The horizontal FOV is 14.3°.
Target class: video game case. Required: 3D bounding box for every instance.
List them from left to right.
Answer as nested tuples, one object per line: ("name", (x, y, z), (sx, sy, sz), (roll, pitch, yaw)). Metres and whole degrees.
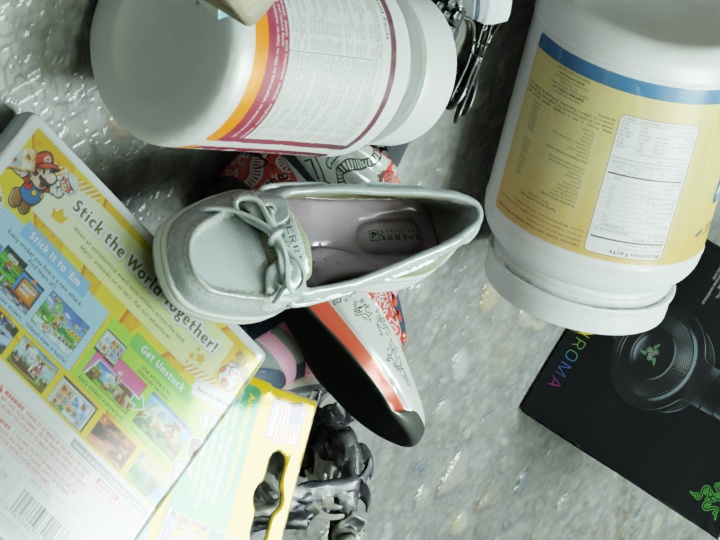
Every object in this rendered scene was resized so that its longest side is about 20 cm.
("video game case", (-0.164, 0.050, 1.512), (0.200, 0.023, 0.182), (47, 65, -26))

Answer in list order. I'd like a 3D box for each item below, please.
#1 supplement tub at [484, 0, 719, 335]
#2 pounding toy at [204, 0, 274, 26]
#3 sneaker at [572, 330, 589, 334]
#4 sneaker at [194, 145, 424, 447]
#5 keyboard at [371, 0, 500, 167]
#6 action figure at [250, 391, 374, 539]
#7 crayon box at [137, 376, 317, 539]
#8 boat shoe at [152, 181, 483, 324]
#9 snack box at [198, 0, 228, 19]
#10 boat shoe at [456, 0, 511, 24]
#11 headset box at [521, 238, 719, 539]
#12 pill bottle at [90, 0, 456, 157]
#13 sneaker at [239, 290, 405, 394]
("supplement tub", (0.160, -0.076, 1.813), (0.144, 0.145, 0.201), (-15, 129, -45))
("pounding toy", (-0.088, -0.216, 1.351), (0.200, 0.184, 0.142), (-52, 146, -7))
("sneaker", (0.194, -0.044, 1.963), (0.200, 0.070, 0.090), (-56, 158, 1))
("sneaker", (0.000, 0.000, 1.678), (0.108, 0.067, 0.202), (-46, 109, -24))
("keyboard", (0.054, -0.154, 1.729), (0.127, 0.021, 0.201), (6, 112, -53))
("action figure", (-0.039, 0.155, 1.775), (0.102, 0.201, 0.119), (1, 152, -11))
("crayon box", (-0.130, 0.102, 1.582), (0.200, 0.052, 0.126), (22, 78, -33))
("boat shoe", (-0.024, -0.017, 1.576), (0.201, 0.075, 0.065), (-4, 165, -39))
("snack box", (-0.020, -0.199, 1.484), (0.200, 0.116, 0.037), (-21, 137, -28))
("boat shoe", (0.048, -0.230, 1.627), (0.067, 0.074, 0.201), (-6, 122, -1))
("headset box", (0.246, 0.083, 2.001), (0.174, 0.200, 0.093), (-57, 147, 2))
("pill bottle", (-0.042, -0.117, 1.556), (0.200, 0.109, 0.110), (1, 116, -52))
("sneaker", (-0.054, 0.034, 1.721), (0.200, 0.070, 0.082), (-9, 101, -46))
